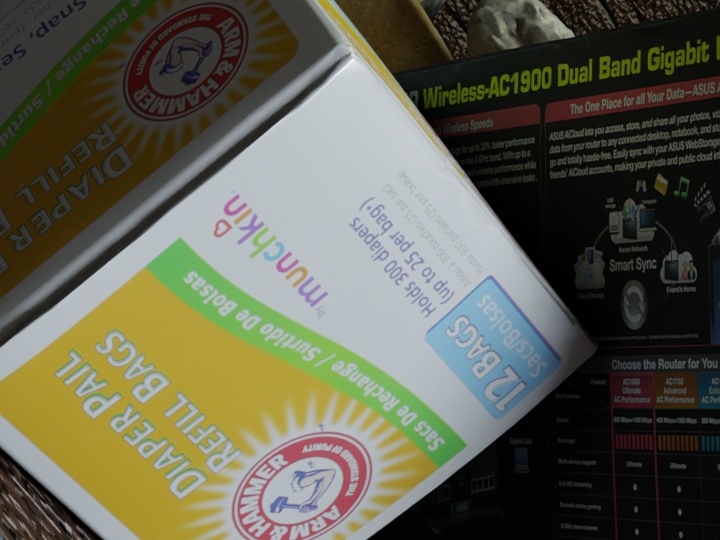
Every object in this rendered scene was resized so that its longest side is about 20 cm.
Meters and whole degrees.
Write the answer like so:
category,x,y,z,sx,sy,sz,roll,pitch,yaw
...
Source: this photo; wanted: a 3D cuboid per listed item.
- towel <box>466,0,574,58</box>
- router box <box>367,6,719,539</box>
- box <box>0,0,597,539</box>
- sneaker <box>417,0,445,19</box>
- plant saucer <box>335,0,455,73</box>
category,x,y,z,sx,sy,sz,roll,pitch,yaw
towel,0.099,0.007,0.895,0.200,0.034,0.133,53,-5,11
router box,0.066,0.024,0.646,0.200,0.062,0.150,-4,-92,61
box,-0.053,-0.036,0.646,0.113,0.101,0.200,48,5,-43
sneaker,-0.037,-0.094,0.997,0.089,0.077,0.200,38,2,-18
plant saucer,0.000,0.000,0.818,0.200,0.035,0.201,51,29,-42
